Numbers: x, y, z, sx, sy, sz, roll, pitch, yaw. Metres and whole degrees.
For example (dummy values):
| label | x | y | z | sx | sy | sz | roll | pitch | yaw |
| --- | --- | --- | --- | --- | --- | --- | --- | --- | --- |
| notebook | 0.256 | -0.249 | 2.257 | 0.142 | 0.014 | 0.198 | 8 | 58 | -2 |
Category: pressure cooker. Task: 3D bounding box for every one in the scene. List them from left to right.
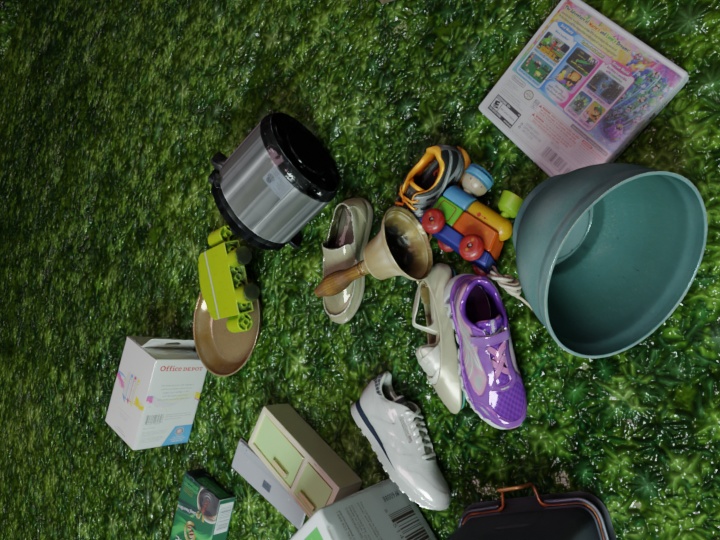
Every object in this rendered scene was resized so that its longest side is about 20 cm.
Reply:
| label | x | y | z | sx | sy | sz | roll | pitch | yaw |
| --- | --- | --- | --- | --- | --- | --- | --- | --- | --- |
| pressure cooker | -0.155 | -0.140 | 0.929 | 0.199 | 0.176 | 0.180 | -39 | 65 | 25 |

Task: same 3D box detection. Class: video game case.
| label | x | y | z | sx | sy | sz | roll | pitch | yaw |
| --- | --- | --- | --- | --- | --- | --- | --- | --- | --- |
| video game case | 0.273 | -0.226 | 0.707 | 0.183 | 0.023 | 0.202 | -50 | 57 | 21 |

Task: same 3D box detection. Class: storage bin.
| label | x | y | z | sx | sy | sz | roll | pitch | yaw |
| --- | --- | --- | --- | --- | --- | --- | --- | --- | --- |
| storage bin | 0.181 | 0.331 | 0.627 | 0.195 | 0.132 | 0.151 | -21 | 71 | 32 |

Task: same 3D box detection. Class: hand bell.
| label | x | y | z | sx | sy | sz | roll | pitch | yaw |
| --- | --- | --- | --- | --- | --- | --- | --- | --- | --- |
| hand bell | 0.000 | 0.000 | 0.801 | 0.197 | 0.102 | 0.108 | -29 | 67 | 39 |

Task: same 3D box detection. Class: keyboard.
| label | x | y | z | sx | sy | sz | roll | pitch | yaw |
| --- | --- | --- | --- | --- | --- | --- | --- | --- | --- |
| keyboard | -0.162 | 0.372 | 0.966 | 0.196 | 0.010 | 0.058 | 24 | 103 | 38 |

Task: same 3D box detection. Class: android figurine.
| label | x | y | z | sx | sy | sz | roll | pitch | yaw |
| --- | --- | --- | --- | --- | --- | --- | --- | --- | --- |
| android figurine | -0.240 | 0.020 | 0.983 | 0.197 | 0.040 | 0.189 | -16 | 87 | 54 |

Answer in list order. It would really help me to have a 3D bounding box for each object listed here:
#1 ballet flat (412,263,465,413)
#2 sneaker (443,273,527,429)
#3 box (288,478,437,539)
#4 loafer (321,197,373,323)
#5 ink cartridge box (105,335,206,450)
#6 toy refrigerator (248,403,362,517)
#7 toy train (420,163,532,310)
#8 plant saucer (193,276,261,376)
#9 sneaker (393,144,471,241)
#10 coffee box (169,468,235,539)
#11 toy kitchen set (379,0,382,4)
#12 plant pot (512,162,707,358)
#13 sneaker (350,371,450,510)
| label | x | y | z | sx | sy | sz | roll | pitch | yaw |
| --- | --- | --- | --- | --- | --- | --- | --- | --- | --- |
| ballet flat | 0.103 | 0.092 | 0.762 | 0.068 | 0.069 | 0.208 | -13 | 71 | 34 |
| sneaker | 0.160 | 0.095 | 0.688 | 0.078 | 0.089 | 0.207 | -14 | 77 | -8 |
| box | 0.004 | 0.420 | 0.710 | 0.173 | 0.197 | 0.201 | -50 | 59 | 22 |
| loafer | -0.032 | -0.020 | 0.884 | 0.074 | 0.067 | 0.209 | 6 | 87 | 37 |
| ink cartridge box | -0.402 | 0.227 | 1.098 | 0.123 | 0.127 | 0.207 | 19 | 94 | 37 |
| toy refrigerator | -0.095 | 0.308 | 0.884 | 0.198 | 0.069 | 0.078 | 35 | 104 | 35 |
| toy train | 0.181 | -0.051 | 0.724 | 0.199 | 0.084 | 0.117 | 39 | 93 | 34 |
| plant saucer | -0.249 | 0.098 | 1.056 | 0.195 | 0.035 | 0.209 | -7 | 79 | 36 |
| sneaker | 0.080 | -0.098 | 0.805 | 0.078 | 0.076 | 0.204 | 40 | 109 | 32 |
| coffee box | -0.307 | 0.502 | 1.035 | 0.120 | 0.043 | 0.208 | 16 | 93 | 38 |
| toy kitchen set | 0.091 | -0.585 | 0.871 | 0.194 | 0.182 | 0.167 | -22 | 69 | -10 |
| plant pot | 0.251 | -0.028 | 0.608 | 0.204 | 0.196 | 0.135 | -59 | 28 | 14 |
| sneaker | 0.065 | 0.238 | 0.773 | 0.081 | 0.076 | 0.201 | -48 | 59 | 10 |
